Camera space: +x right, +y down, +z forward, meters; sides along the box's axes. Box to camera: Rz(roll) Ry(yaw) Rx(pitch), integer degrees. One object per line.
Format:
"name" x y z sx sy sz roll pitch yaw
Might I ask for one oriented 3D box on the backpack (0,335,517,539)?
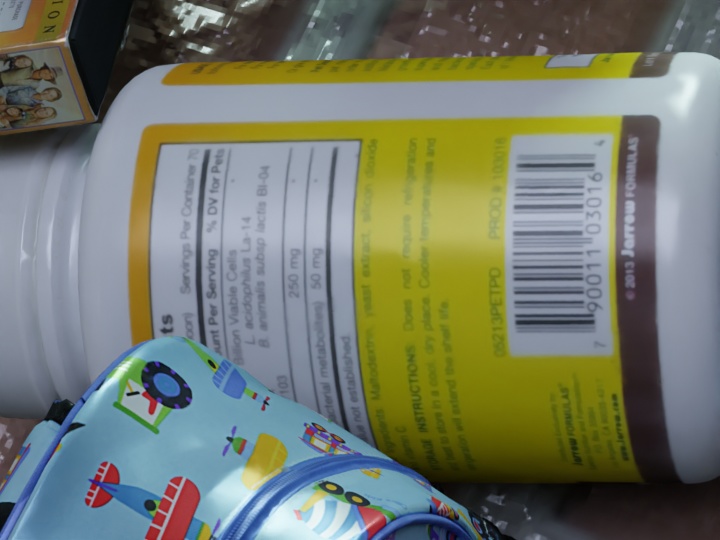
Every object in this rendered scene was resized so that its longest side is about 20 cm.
"backpack" -0.023 0.117 0.659 0.134 0.200 0.183 19 71 21

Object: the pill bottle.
"pill bottle" 0.000 0.000 0.758 0.199 0.109 0.110 0 66 14

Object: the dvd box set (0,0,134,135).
"dvd box set" -0.156 -0.080 0.803 0.199 0.030 0.147 -7 38 13
